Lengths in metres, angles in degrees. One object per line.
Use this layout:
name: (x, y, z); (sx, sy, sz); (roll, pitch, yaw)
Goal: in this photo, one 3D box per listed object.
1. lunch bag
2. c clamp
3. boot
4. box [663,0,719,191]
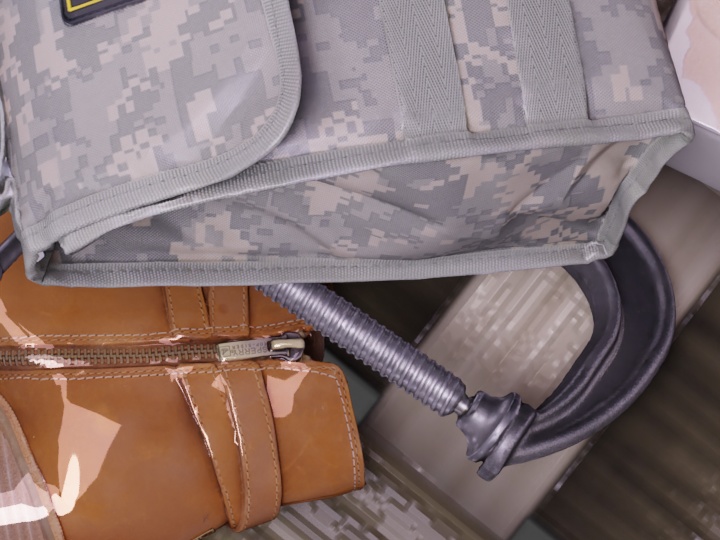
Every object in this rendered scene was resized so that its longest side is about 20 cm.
lunch bag: (-0.021, -0.086, 0.874); (0.199, 0.118, 0.165); (-6, 69, -13)
c clamp: (0.000, 0.000, 0.918); (0.199, 0.027, 0.171); (30, 49, 0)
boot: (-0.087, -0.003, 0.932); (0.155, 0.077, 0.201); (-11, 73, -7)
box: (0.166, -0.118, 0.940); (0.095, 0.078, 0.201); (24, 83, 3)
